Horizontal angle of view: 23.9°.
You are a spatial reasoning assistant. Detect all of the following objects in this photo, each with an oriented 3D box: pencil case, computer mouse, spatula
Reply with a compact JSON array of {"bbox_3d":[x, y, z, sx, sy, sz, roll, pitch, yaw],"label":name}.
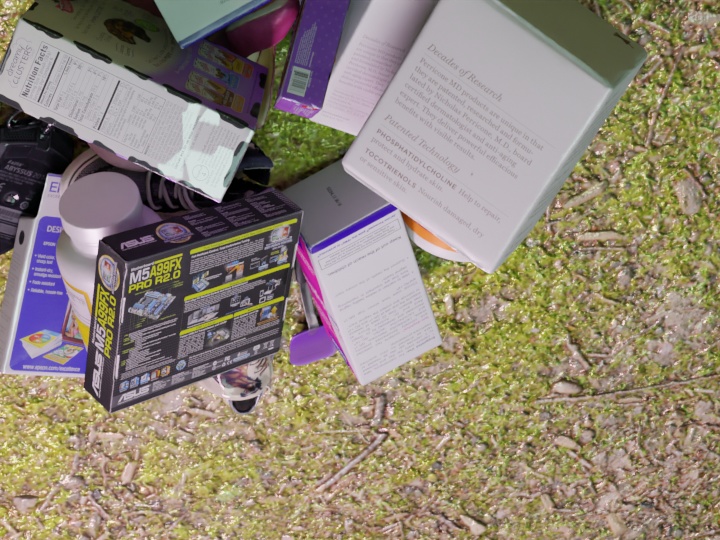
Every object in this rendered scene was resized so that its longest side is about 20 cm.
[{"bbox_3d":[-0.116,0.031,1.664,0.088,0.078,0.202,12,123,7],"label":"pencil case"},{"bbox_3d":[-0.322,-0.097,1.599,0.138,0.053,0.200,21,116,-46],"label":"computer mouse"},{"bbox_3d":[-0.056,0.026,1.785,0.056,0.021,0.202,-18,129,-16],"label":"spatula"}]

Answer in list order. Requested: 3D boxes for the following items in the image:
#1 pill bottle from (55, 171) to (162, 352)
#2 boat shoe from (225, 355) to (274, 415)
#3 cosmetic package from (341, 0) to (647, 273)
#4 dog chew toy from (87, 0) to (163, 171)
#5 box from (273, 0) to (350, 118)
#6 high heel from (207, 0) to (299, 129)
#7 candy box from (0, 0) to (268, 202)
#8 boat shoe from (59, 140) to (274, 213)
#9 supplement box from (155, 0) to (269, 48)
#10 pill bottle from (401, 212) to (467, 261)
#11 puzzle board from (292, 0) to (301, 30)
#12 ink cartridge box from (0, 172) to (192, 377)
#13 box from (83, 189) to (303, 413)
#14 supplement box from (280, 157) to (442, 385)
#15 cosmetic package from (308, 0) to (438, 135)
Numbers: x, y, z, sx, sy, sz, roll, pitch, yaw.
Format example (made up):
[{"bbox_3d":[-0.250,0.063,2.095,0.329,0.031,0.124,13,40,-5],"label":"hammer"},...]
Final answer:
[{"bbox_3d":[-0.218,0.008,1.556,0.103,0.105,0.201,-12,136,-4],"label":"pill bottle"},{"bbox_3d":[-0.117,0.064,1.771,0.071,0.068,0.201,2,128,-15],"label":"boat shoe"},{"bbox_3d":[0.120,-0.142,1.483,0.166,0.167,0.201,36,115,7],"label":"cosmetic package"},{"bbox_3d":[-0.213,-0.191,1.505,0.124,0.125,0.201,-23,111,6],"label":"dog chew toy"},{"bbox_3d":[-0.028,-0.234,1.442,0.039,0.137,0.202,15,91,-6],"label":"box"},{"bbox_3d":[-0.083,-0.183,1.502,0.067,0.199,0.096,-43,101,-29],"label":"high heel"},{"bbox_3d":[-0.181,-0.152,1.369,0.198,0.168,0.072,25,111,-8],"label":"candy box"},{"bbox_3d":[-0.174,-0.085,1.583,0.198,0.093,0.075,-17,119,-25],"label":"boat shoe"},{"bbox_3d":[-0.118,-0.264,1.394,0.101,0.200,0.104,-27,103,8],"label":"supplement box"},{"bbox_3d":[0.114,-0.118,1.652,0.108,0.110,0.201,7,123,-19],"label":"pill bottle"},{"bbox_3d":[0.004,-0.255,1.576,0.149,0.017,0.201,-20,130,2],"label":"puzzle board"},{"bbox_3d":[-0.248,0.006,1.657,0.197,0.043,0.202,6,104,-39],"label":"ink cartridge box"},{"bbox_3d":[-0.149,0.026,1.522,0.199,0.044,0.162,-19,132,-39],"label":"box"},{"bbox_3d":[0.000,0.000,1.715,0.103,0.101,0.201,-28,131,-8],"label":"supplement box"},{"bbox_3d":[0.018,-0.231,1.523,0.071,0.102,0.201,16,123,-24],"label":"cosmetic package"}]
